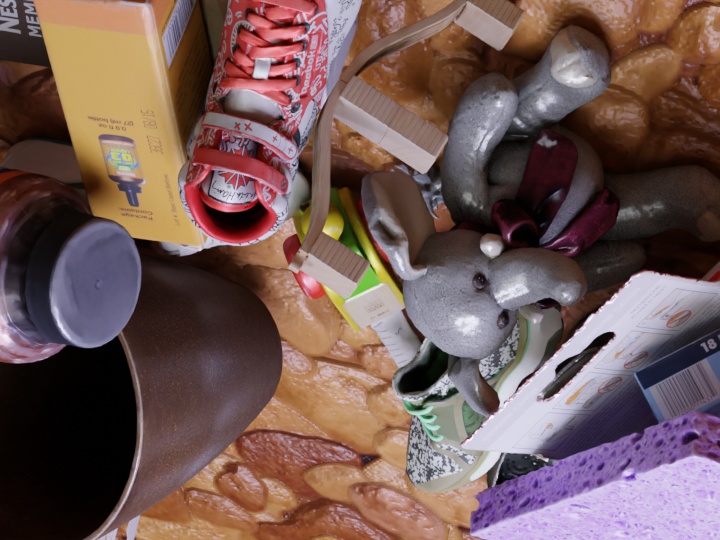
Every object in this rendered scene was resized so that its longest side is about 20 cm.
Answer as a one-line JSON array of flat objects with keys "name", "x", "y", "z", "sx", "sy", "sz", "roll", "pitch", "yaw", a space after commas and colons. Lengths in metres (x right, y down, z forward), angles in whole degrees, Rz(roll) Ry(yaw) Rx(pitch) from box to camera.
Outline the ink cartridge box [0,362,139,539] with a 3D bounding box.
[{"name": "ink cartridge box", "x": -0.203, "y": 0.139, "z": 1.631, "sx": 0.050, "sy": 0.161, "sz": 0.200, "roll": 2, "pitch": 145, "yaw": 16}]

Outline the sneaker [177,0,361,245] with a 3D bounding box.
[{"name": "sneaker", "x": -0.045, "y": -0.099, "z": 1.246, "sx": 0.067, "sy": 0.108, "sz": 0.202, "roll": 16, "pitch": 140, "yaw": -3}]

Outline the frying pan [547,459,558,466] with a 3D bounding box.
[{"name": "frying pan", "x": 0.212, "y": 0.136, "z": 1.561, "sx": 0.190, "sy": 0.031, "sz": 0.115, "roll": -3, "pitch": 142, "yaw": 0}]

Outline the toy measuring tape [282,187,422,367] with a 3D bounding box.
[{"name": "toy measuring tape", "x": 0.000, "y": 0.000, "z": 1.509, "sx": 0.073, "sy": 0.074, "sz": 0.200, "roll": 1, "pitch": 157, "yaw": 19}]

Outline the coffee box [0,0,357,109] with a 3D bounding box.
[{"name": "coffee box", "x": -0.107, "y": -0.166, "z": 1.338, "sx": 0.200, "sy": 0.080, "sz": 0.115, "roll": 9, "pitch": 139, "yaw": 10}]

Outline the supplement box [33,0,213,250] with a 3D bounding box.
[{"name": "supplement box", "x": -0.119, "y": -0.098, "z": 1.306, "sx": 0.066, "sy": 0.069, "sz": 0.200, "roll": 9, "pitch": 142, "yaw": 12}]

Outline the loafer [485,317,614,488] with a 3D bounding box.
[{"name": "loafer", "x": 0.140, "y": 0.097, "z": 1.546, "sx": 0.075, "sy": 0.070, "sz": 0.200, "roll": 26, "pitch": 139, "yaw": -9}]

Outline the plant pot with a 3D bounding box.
[{"name": "plant pot", "x": -0.144, "y": 0.064, "z": 1.506, "sx": 0.187, "sy": 0.200, "sz": 0.187, "roll": 6, "pitch": 101, "yaw": 34}]

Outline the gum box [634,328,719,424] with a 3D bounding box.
[{"name": "gum box", "x": 0.259, "y": 0.075, "z": 1.397, "sx": 0.170, "sy": 0.045, "sz": 0.200, "roll": -28, "pitch": 149, "yaw": 4}]

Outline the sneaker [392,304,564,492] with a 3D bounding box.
[{"name": "sneaker", "x": 0.050, "y": 0.069, "z": 1.522, "sx": 0.088, "sy": 0.077, "sz": 0.200, "roll": -10, "pitch": 141, "yaw": -29}]

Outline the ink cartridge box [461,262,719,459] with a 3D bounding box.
[{"name": "ink cartridge box", "x": 0.165, "y": 0.045, "z": 1.386, "sx": 0.200, "sy": 0.050, "sz": 0.161, "roll": 10, "pitch": 133, "yaw": -42}]

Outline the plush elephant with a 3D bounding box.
[{"name": "plush elephant", "x": 0.084, "y": -0.016, "z": 1.375, "sx": 0.200, "sy": 0.155, "sz": 0.165, "roll": -15, "pitch": 129, "yaw": 32}]

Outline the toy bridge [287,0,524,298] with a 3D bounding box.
[{"name": "toy bridge", "x": 0.013, "y": -0.078, "z": 1.306, "sx": 0.067, "sy": 0.200, "sz": 0.027, "roll": 33, "pitch": 156, "yaw": -2}]

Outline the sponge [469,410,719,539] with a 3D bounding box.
[{"name": "sponge", "x": 0.164, "y": 0.129, "z": 1.365, "sx": 0.111, "sy": 0.030, "sz": 0.200, "roll": 21, "pitch": 152, "yaw": -28}]

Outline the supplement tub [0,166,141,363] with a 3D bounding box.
[{"name": "supplement tub", "x": -0.218, "y": -0.007, "z": 1.354, "sx": 0.200, "sy": 0.107, "sz": 0.107, "roll": 11, "pitch": 142, "yaw": 37}]

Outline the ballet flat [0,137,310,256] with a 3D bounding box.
[{"name": "ballet flat", "x": -0.132, "y": -0.039, "z": 1.499, "sx": 0.200, "sy": 0.070, "sz": 0.070, "roll": 6, "pitch": 138, "yaw": 14}]
